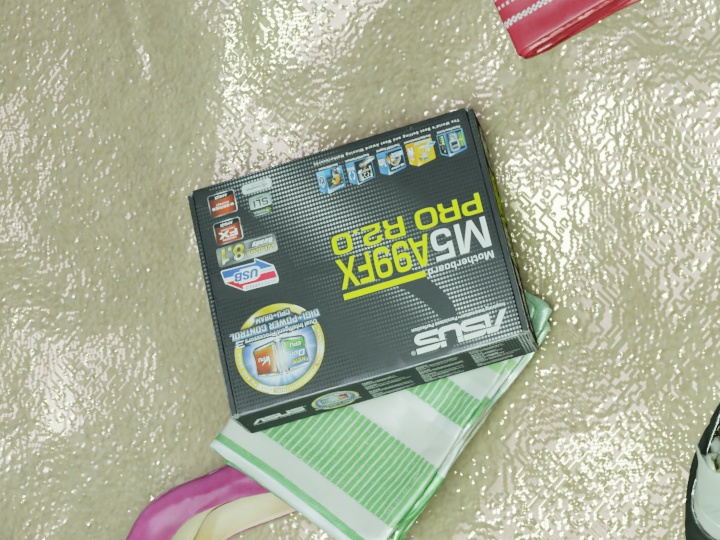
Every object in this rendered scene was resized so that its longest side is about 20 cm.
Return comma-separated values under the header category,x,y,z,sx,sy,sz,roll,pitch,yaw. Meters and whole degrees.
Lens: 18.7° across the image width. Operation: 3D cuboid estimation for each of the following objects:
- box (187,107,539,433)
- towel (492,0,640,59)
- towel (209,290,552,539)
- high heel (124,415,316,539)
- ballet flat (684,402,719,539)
category,x,y,z,sx,sy,sz,roll,pitch,yaw
box,0.000,0.000,1.404,0.198,0.044,0.161,-16,68,9
towel,0.128,-0.254,1.416,0.144,0.022,0.201,-28,74,22
towel,0.013,0.071,1.412,0.152,0.023,0.201,32,82,23
high heel,-0.085,0.175,1.457,0.200,0.067,0.096,-49,59,0
ballet flat,0.234,0.101,1.317,0.068,0.068,0.202,15,93,24
